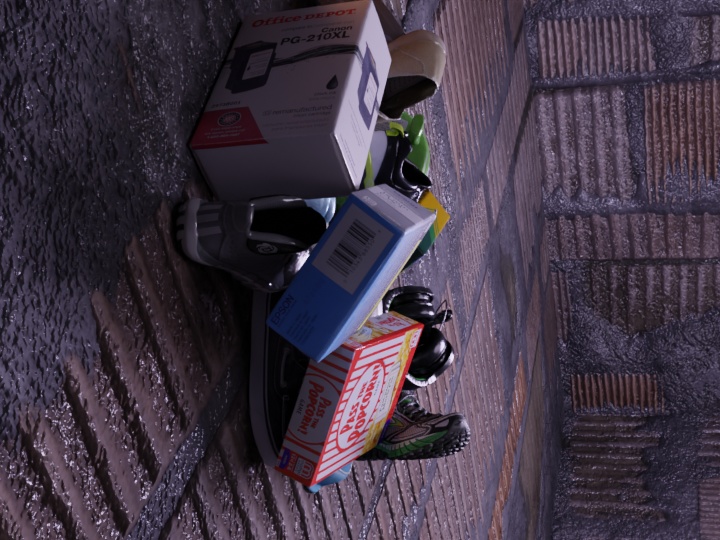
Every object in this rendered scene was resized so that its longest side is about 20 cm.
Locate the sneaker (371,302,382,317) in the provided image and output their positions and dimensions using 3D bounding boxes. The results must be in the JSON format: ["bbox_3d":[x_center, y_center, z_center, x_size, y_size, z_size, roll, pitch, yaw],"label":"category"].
[{"bbox_3d":[-0.035,0.074,1.144,0.089,0.075,0.201,51,50,-52],"label":"sneaker"}]

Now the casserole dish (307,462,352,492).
[{"bbox_3d":[-0.033,0.168,1.219,0.121,0.039,0.201,55,36,-62],"label":"casserole dish"}]

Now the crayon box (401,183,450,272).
[{"bbox_3d":[0.046,-0.035,1.335,0.052,0.126,0.200,50,25,-6],"label":"crayon box"}]

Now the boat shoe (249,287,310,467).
[{"bbox_3d":[-0.072,0.104,1.049,0.072,0.067,0.201,13,77,-72],"label":"boat shoe"}]

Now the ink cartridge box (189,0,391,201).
[{"bbox_3d":[-0.061,-0.165,0.977,0.085,0.144,0.201,68,27,-45],"label":"ink cartridge box"}]

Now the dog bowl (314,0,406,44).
[{"bbox_3d":[0.012,-0.284,1.216,0.200,0.059,0.200,52,6,-7],"label":"dog bowl"}]

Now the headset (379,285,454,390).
[{"bbox_3d":[0.061,0.080,1.266,0.200,0.094,0.124,-22,91,-58],"label":"headset"}]

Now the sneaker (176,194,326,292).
[{"bbox_3d":[-0.070,-0.025,0.939,0.200,0.115,0.075,15,71,-60],"label":"sneaker"}]

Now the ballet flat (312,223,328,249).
[{"bbox_3d":[-0.060,-0.037,1.098,0.200,0.068,0.068,53,38,-61],"label":"ballet flat"}]

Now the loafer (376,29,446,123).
[{"bbox_3d":[0.007,-0.195,1.124,0.076,0.200,0.068,38,32,-40],"label":"loafer"}]

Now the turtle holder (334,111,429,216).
[{"bbox_3d":[0.017,-0.104,1.237,0.132,0.140,0.186,88,-5,-70],"label":"turtle holder"}]

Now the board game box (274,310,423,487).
[{"bbox_3d":[-0.008,0.130,1.075,0.200,0.046,0.152,-12,122,-66],"label":"board game box"}]

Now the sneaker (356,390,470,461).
[{"bbox_3d":[0.052,0.182,1.195,0.078,0.200,0.086,3,79,-36],"label":"sneaker"}]

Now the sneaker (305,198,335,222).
[{"bbox_3d":[-0.051,-0.125,1.069,0.082,0.074,0.201,33,44,-27],"label":"sneaker"}]

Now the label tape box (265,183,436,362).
[{"bbox_3d":[0.000,-0.006,0.958,0.144,0.066,0.200,-56,175,14],"label":"label tape box"}]

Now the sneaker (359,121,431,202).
[{"bbox_3d":[0.040,-0.073,1.105,0.200,0.082,0.072,74,7,-45],"label":"sneaker"}]
